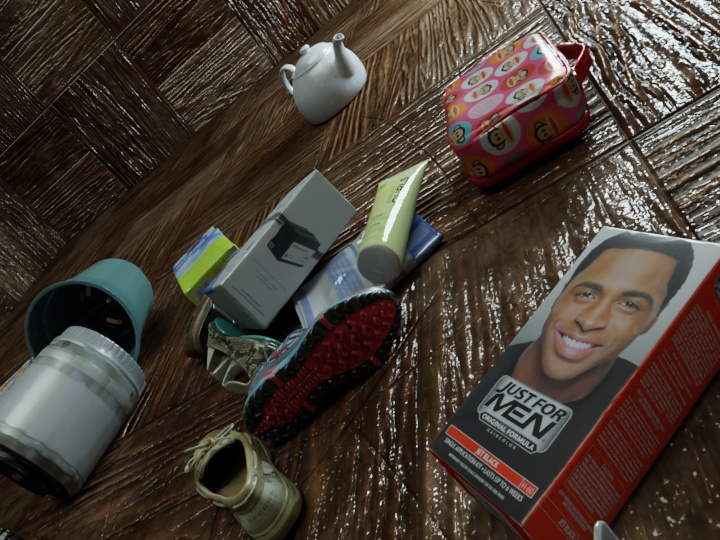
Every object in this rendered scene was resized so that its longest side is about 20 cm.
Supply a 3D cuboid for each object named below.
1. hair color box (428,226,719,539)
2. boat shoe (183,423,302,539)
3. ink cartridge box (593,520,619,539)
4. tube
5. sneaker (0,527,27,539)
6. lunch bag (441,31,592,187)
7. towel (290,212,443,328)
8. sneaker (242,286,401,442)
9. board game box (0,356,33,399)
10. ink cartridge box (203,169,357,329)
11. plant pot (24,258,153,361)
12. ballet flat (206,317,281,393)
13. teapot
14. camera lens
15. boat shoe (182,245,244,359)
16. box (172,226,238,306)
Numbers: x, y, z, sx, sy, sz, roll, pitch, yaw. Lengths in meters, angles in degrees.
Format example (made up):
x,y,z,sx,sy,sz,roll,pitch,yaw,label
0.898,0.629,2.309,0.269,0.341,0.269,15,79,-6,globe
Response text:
x,y,z,sx,sy,sz,roll,pitch,yaw,label
0.143,0.070,0.388,0.201,0.061,0.101,-48,25,-11,hair color box
-0.121,0.188,0.589,0.074,0.063,0.198,-53,26,-20,boat shoe
0.074,0.211,0.211,0.066,0.116,0.203,-21,32,37,ink cartridge box
0.036,-0.067,0.726,0.202,0.056,0.053,-72,-5,-50,tube
-0.528,0.408,0.828,0.197,0.078,0.086,-26,30,30,sneaker
0.184,-0.200,0.717,0.173,0.082,0.203,-30,28,24,lunch bag
0.000,0.000,0.747,0.199,0.024,0.147,-41,26,4,towel
-0.046,0.077,0.633,0.198,0.080,0.096,-39,23,8,sneaker
-0.877,0.317,1.523,0.200,0.035,0.135,-45,26,-4,board game box
-0.112,-0.024,0.845,0.202,0.084,0.144,-52,13,-19,ink cartridge box
-0.482,0.080,1.149,0.198,0.202,0.197,-37,18,9,plant pot
-0.154,0.109,0.766,0.198,0.067,0.077,9,71,56,ballet flat
-0.092,-0.449,1.423,0.198,0.147,0.199,-36,26,14,teapot
-0.429,0.206,0.894,0.157,0.161,0.203,-16,36,42,camera lens
-0.209,0.040,0.932,0.067,0.072,0.203,-15,37,41,boat shoe
-0.284,-0.010,1.145,0.122,0.048,0.199,-46,25,-8,box
